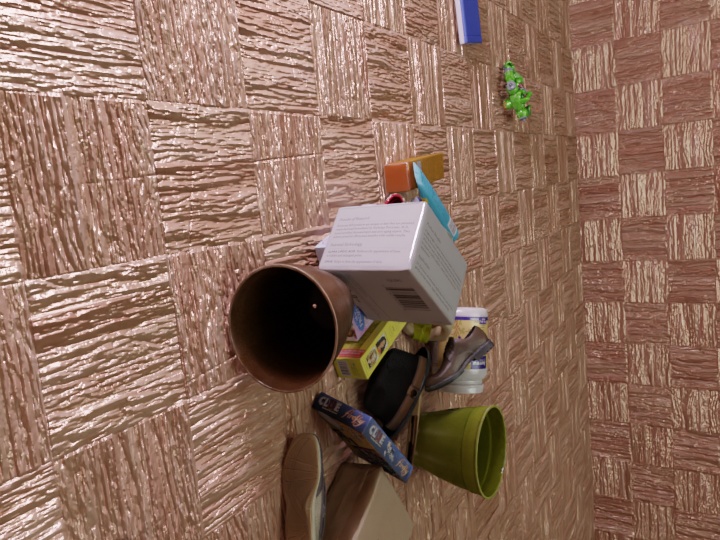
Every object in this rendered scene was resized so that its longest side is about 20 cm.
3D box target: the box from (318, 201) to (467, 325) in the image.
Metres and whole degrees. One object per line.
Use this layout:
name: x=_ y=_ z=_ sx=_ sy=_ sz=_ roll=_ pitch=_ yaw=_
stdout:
box: x=0.064 y=-0.009 z=1.082 sx=0.199 sy=0.195 sz=0.134 roll=47 pitch=54 yaw=-45

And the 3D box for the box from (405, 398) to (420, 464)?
box: x=0.120 y=0.312 z=1.304 sx=0.202 sy=0.020 sz=0.168 roll=-71 pitch=165 yaw=-60

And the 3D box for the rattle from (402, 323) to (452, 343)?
rattle: x=0.152 y=0.068 z=1.345 sx=0.145 sy=0.127 sz=0.202 roll=-61 pitch=147 yaw=-25

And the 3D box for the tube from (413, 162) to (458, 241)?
tube: x=0.164 y=-0.145 z=1.334 sx=0.202 sy=0.049 sz=0.079 roll=56 pitch=16 yaw=-36

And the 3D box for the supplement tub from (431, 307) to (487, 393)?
supplement tub: x=0.248 y=0.196 z=1.491 sx=0.144 sy=0.142 sz=0.208 roll=7 pitch=83 yaw=-56

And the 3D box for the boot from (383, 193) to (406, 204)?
boot: x=0.094 y=-0.058 z=1.303 sx=0.152 sy=0.071 sz=0.204 roll=59 pitch=29 yaw=-36

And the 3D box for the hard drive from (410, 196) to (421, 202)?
hard drive: x=0.169 y=-0.089 z=1.411 sx=0.199 sy=0.025 sz=0.136 roll=16 pitch=59 yaw=-70

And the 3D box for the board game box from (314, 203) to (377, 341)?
board game box: x=0.000 y=0.000 z=1.198 sx=0.200 sy=0.040 sz=0.206 roll=-45 pitch=126 yaw=-48

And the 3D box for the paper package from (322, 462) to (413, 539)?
paper package: x=0.004 y=0.505 z=1.137 sx=0.193 sy=0.101 sz=0.204 roll=-58 pitch=134 yaw=-40

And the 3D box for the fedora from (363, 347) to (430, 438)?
fedora: x=0.065 y=0.237 z=1.229 sx=0.090 sy=0.202 sz=0.204 roll=28 pitch=55 yaw=-4

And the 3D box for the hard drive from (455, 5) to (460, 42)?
hard drive: x=0.306 y=-0.759 z=1.702 sx=0.131 sy=0.025 sz=0.207 roll=-30 pitch=114 yaw=-54

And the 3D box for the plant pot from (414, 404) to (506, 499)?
plant pot: x=0.223 y=0.412 z=1.402 sx=0.198 sy=0.188 sz=0.208 roll=1 pitch=88 yaw=-57

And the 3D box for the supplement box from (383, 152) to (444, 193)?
supplement box: x=0.130 y=-0.231 z=1.388 sx=0.199 sy=0.065 sz=0.071 roll=-30 pitch=114 yaw=-53

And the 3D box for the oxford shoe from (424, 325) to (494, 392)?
oxford shoe: x=0.214 y=0.204 z=1.386 sx=0.198 sy=0.073 sz=0.085 roll=-38 pitch=86 yaw=-16

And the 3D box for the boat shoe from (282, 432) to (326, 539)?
boat shoe: x=-0.092 y=0.383 z=1.025 sx=0.064 sy=0.070 sz=0.208 roll=14 pitch=75 yaw=-68

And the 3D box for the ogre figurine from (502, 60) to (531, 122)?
ogre figurine: x=0.530 y=-0.592 z=2.005 sx=0.122 sy=0.095 sz=0.205 roll=-69 pitch=154 yaw=-48

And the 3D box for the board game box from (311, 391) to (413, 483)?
board game box: x=0.007 y=0.314 z=1.113 sx=0.035 sy=0.133 sz=0.202 roll=-53 pitch=134 yaw=-22

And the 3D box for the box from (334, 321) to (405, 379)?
box: x=0.024 y=0.138 z=1.205 sx=0.200 sy=0.073 sz=0.051 roll=-48 pitch=125 yaw=-46

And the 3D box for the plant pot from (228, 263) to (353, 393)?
plant pot: x=-0.084 y=0.072 z=0.963 sx=0.199 sy=0.181 sz=0.194 roll=-23 pitch=108 yaw=-68
